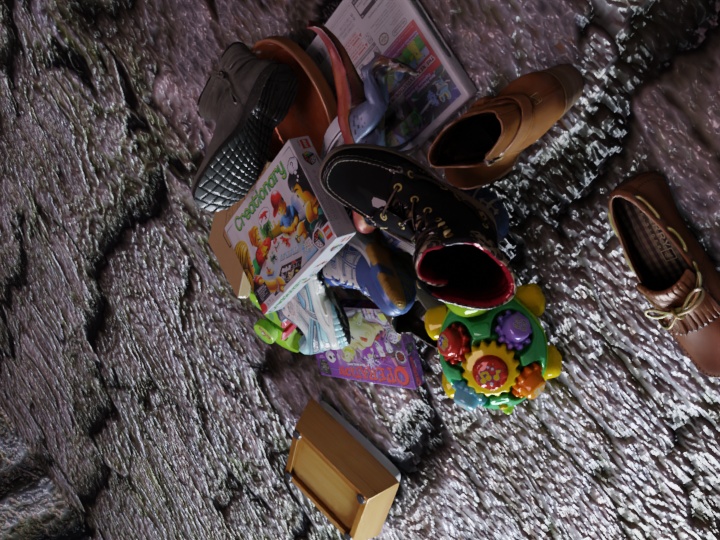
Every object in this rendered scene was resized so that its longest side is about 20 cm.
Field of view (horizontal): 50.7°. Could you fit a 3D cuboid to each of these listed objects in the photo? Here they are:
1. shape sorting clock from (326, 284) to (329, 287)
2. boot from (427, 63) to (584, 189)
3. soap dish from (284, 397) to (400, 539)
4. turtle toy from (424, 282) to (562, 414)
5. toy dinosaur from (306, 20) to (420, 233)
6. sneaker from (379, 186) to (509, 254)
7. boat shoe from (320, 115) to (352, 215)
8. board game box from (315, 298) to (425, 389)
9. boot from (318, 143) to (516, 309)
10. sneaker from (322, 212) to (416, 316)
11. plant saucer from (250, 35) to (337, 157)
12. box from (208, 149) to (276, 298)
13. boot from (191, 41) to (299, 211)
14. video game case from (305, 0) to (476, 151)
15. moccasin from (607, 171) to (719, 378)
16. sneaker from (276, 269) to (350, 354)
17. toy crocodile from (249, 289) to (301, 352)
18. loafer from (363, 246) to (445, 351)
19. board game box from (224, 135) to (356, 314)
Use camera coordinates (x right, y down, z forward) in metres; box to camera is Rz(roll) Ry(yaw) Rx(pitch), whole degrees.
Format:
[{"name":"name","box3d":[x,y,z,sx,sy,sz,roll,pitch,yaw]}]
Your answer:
[{"name":"shape sorting clock","box3d":[-0.112,-0.048,1.110,0.197,0.039,0.204,29,135,33]},{"name":"boot","box3d":[0.116,-0.120,0.745,0.198,0.154,0.078,-28,94,50]},{"name":"soap dish","box3d":[-0.036,0.327,1.225,0.199,0.080,0.160,39,136,24]},{"name":"turtle toy","box3d":[0.139,0.072,0.840,0.142,0.101,0.205,-15,105,17]},{"name":"toy dinosaur","box3d":[0.005,-0.140,0.828,0.196,0.105,0.185,26,107,1]},{"name":"sneaker","box3d":[0.097,-0.047,0.884,0.197,0.077,0.087,13,133,49]},{"name":"boat shoe","box3d":[-0.021,-0.103,0.893,0.201,0.072,0.069,-55,48,29]},{"name":"board game box","box3d":[-0.001,0.102,1.098,0.197,0.032,0.123,0,117,46]},{"name":"boot","box3d":[0.054,-0.043,0.710,0.196,0.152,0.074,26,112,-15]},{"name":"sneaker","box3d":[0.000,0.000,0.944,0.088,0.075,0.202,-47,42,15]},{"name":"plant saucer","box3d":[-0.081,-0.198,0.972,0.200,0.032,0.204,41,146,35]},{"name":"box","box3d":[-0.168,-0.092,1.067,0.164,0.021,0.205,50,131,50]},{"name":"boot","box3d":[-0.162,-0.176,0.929,0.129,0.203,0.067,28,176,43]},{"name":"video game case","box3d":[0.022,-0.224,0.883,0.185,0.023,0.199,57,139,3]},{"name":"moccasin","box3d":[0.290,0.009,0.703,0.073,0.077,0.205,-18,100,49]},{"name":"sneaker","box3d":[-0.084,0.027,1.021,0.084,0.078,0.204,-21,106,6]},{"name":"toy crocodile","box3d":[-0.117,0.052,1.107,0.061,0.068,0.203,29,146,22]},{"name":"loafer","box3d":[0.055,0.034,0.965,0.197,0.069,0.077,29,132,31]},{"name":"board game box","box3d":[-0.090,-0.049,0.914,0.200,0.034,0.129,-43,70,47]}]
